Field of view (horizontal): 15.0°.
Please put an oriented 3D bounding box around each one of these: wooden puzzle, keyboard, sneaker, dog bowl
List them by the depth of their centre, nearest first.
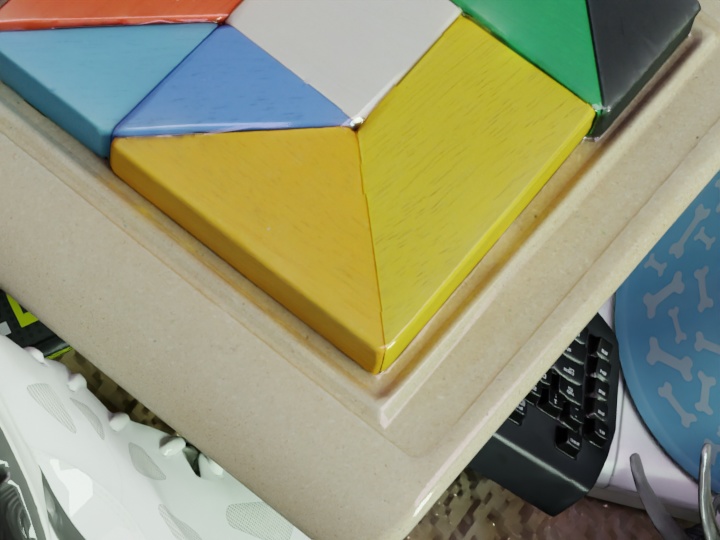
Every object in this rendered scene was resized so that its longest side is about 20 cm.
[{"bbox_3d":[-0.005,-0.056,0.695,0.185,0.037,0.200,38,73,11],"label":"wooden puzzle"},{"bbox_3d":[-0.073,0.057,0.715,0.201,0.076,0.115,54,35,-9],"label":"sneaker"},{"bbox_3d":[0.000,0.000,0.751,0.200,0.040,0.104,31,48,-23],"label":"keyboard"},{"bbox_3d":[0.152,-0.024,0.850,0.111,0.050,0.200,28,65,-17],"label":"dog bowl"}]

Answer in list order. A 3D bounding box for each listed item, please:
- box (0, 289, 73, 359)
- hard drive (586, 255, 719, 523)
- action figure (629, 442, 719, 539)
[{"bbox_3d":[-0.143,-0.058,0.747,0.160,0.044,0.200,-25,88,-29],"label":"box"},{"bbox_3d":[0.152,0.024,0.881,0.200,0.027,0.132,15,70,-22],"label":"hard drive"},{"bbox_3d":[0.156,0.129,0.808,0.200,0.119,0.102,31,61,-22],"label":"action figure"}]
